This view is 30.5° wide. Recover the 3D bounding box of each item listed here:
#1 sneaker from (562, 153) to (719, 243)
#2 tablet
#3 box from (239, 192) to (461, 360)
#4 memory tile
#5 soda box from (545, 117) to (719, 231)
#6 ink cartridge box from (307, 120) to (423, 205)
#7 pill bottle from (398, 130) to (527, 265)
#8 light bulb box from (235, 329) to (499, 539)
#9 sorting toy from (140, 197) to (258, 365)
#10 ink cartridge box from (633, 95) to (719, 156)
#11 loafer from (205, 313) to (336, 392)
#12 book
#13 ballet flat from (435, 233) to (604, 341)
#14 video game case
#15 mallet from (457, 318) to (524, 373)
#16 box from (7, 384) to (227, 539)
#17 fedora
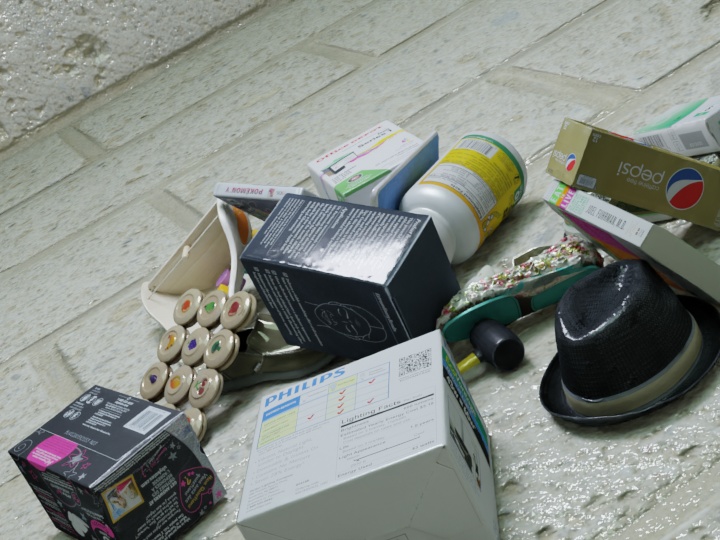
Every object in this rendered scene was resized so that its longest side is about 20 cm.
[{"bbox_3d":[0.315,-0.101,1.501,0.198,0.089,0.077,-22,24,4],"label":"sneaker"},{"bbox_3d":[0.058,-0.082,1.665,0.014,0.131,0.200,11,31,22],"label":"tablet"},{"bbox_3d":[-0.006,0.014,1.447,0.199,0.149,0.107,12,53,34],"label":"box"},{"bbox_3d":[-0.205,0.113,1.570,0.153,0.017,0.201,3,66,48],"label":"memory tile"},{"bbox_3d":[0.302,-0.100,1.398,0.198,0.065,0.068,15,12,-21],"label":"soda box"},{"bbox_3d":[0.023,-0.130,1.874,0.144,0.084,0.200,-29,23,-7],"label":"ink cartridge box"},{"bbox_3d":[0.116,-0.077,1.631,0.112,0.113,0.200,-4,31,42],"label":"pill bottle"},{"bbox_3d":[0.010,0.180,1.182,0.197,0.125,0.200,-22,23,12],"label":"light bulb box"},{"bbox_3d":[-0.200,0.032,1.747,0.200,0.106,0.181,-46,29,28],"label":"sorting toy"},{"bbox_3d":[0.449,-0.204,1.588,0.199,0.050,0.161,-36,10,-16],"label":"ink cartridge box"},{"bbox_3d":[-0.104,0.088,1.565,0.198,0.070,0.075,-19,24,18],"label":"loafer"},{"bbox_3d":[0.279,-0.029,1.330,0.048,0.133,0.200,-58,26,4],"label":"book"},{"bbox_3d":[0.166,0.017,1.423,0.198,0.076,0.064,-20,53,-6],"label":"ballet flat"},{"bbox_3d":[-0.064,-0.064,1.708,0.181,0.199,0.023,7,75,48],"label":"video game case"},{"bbox_3d":[0.075,0.115,1.371,0.199,0.041,0.066,-30,24,1],"label":"mallet"},{"bbox_3d":[-0.258,0.215,1.404,0.132,0.115,0.199,-38,27,-30],"label":"box"},{"bbox_3d":[0.244,0.054,1.242,0.199,0.092,0.201,-22,24,10],"label":"fedora"}]
